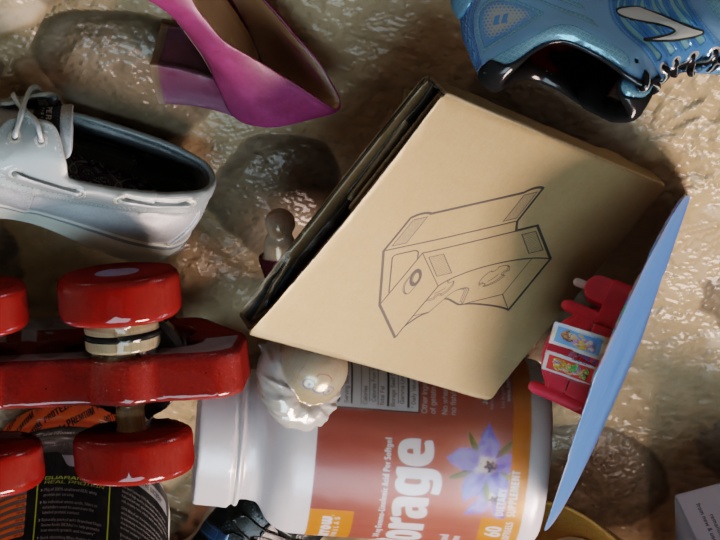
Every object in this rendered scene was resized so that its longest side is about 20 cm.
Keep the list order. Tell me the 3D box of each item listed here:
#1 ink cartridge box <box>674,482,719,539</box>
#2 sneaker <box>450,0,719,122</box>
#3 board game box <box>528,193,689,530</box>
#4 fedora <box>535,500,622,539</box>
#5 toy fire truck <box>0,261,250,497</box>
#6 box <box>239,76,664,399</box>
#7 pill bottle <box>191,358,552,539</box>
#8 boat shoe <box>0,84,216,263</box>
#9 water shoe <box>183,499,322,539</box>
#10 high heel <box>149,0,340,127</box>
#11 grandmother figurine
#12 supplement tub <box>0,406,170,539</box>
[{"bbox_3d":[0.298,0.182,1.639,0.200,0.083,0.147,-15,137,-7],"label":"ink cartridge box"},{"bbox_3d":[0.139,-0.107,1.342,0.200,0.090,0.078,4,153,-15],"label":"sneaker"},{"bbox_3d":[0.125,0.042,1.485,0.039,0.158,0.200,23,138,10],"label":"board game box"},{"bbox_3d":[0.131,0.235,1.654,0.082,0.201,0.201,-35,143,-25],"label":"fedora"},{"bbox_3d":[-0.160,0.048,1.486,0.200,0.168,0.112,-5,101,3],"label":"toy fire truck"},{"bbox_3d":[0.051,-0.011,1.423,0.200,0.021,0.164,18,117,-49],"label":"box"},{"bbox_3d":[0.005,0.100,1.559,0.200,0.112,0.112,4,136,-5],"label":"pill bottle"},{"bbox_3d":[-0.169,-0.065,1.421,0.201,0.070,0.072,18,133,-27],"label":"boat shoe"},{"bbox_3d":[-0.080,0.193,1.681,0.071,0.079,0.200,27,130,-26],"label":"water shoe"},{"bbox_3d":[-0.061,-0.143,1.334,0.096,0.067,0.200,6,152,8],"label":"high heel"},{"bbox_3d":[0.000,0.000,1.455,0.121,0.061,0.200,24,112,-13],"label":"grandmother figurine"},{"bbox_3d":[-0.174,0.184,1.583,0.122,0.200,0.123,0,137,0],"label":"supplement tub"}]
